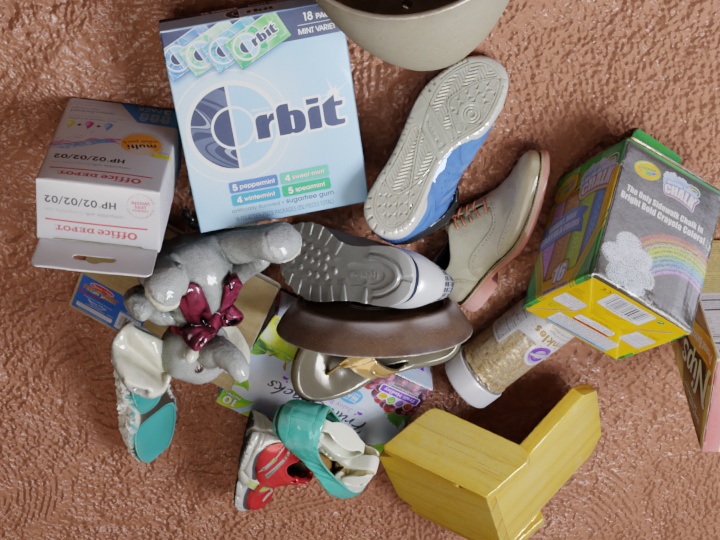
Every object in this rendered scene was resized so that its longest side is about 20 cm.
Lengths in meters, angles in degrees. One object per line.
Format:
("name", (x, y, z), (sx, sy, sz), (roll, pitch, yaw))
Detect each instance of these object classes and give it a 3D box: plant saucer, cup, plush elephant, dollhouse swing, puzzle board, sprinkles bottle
("plant saucer", (0.014, 0.045, 1.309), (0.198, 0.200, 0.032), (-1, 103, 1))
("cup", (0.050, -0.255, 1.117), (0.198, 0.202, 0.144), (-9, 153, 7))
("plush elephant", (-0.157, 0.048, 1.272), (0.199, 0.164, 0.156), (3, 112, 51))
("dollhouse swing", (0.149, 0.195, 1.456), (0.180, 0.177, 0.200), (22, 158, 24))
("puzzle board", (-0.197, 0.024, 1.371), (0.199, 0.017, 0.151), (28, 122, 0))
("sprinkles bottle", (0.181, 0.065, 1.388), (0.068, 0.069, 0.200), (38, 116, -23))

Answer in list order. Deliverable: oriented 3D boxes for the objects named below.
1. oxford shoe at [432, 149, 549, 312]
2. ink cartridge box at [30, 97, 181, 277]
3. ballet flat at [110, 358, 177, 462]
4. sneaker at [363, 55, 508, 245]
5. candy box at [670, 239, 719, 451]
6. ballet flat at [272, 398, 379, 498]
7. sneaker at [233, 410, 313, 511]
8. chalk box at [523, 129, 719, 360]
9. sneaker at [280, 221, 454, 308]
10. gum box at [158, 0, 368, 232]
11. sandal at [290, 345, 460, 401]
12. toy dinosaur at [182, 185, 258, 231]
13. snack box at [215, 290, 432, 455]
("oxford shoe", (0.126, -0.044, 1.314), (0.073, 0.071, 0.201), (21, 122, -10))
("ink cartridge box", (-0.234, -0.081, 1.213), (0.114, 0.201, 0.068), (5, 125, -3))
("ballet flat", (-0.243, 0.138, 1.442), (0.071, 0.072, 0.201), (5, 143, -3))
("sneaker", (0.076, -0.113, 1.273), (0.076, 0.111, 0.201), (31, 88, 10))
("candy box", (0.355, 0.072, 1.310), (0.055, 0.201, 0.116), (-1, 126, 1))
("ballet flat", (-0.021, 0.197, 1.382), (0.070, 0.068, 0.200), (5, 154, 31))
("sneaker", (-0.095, 0.225, 1.459), (0.084, 0.078, 0.200), (13, 153, -1))
("chalk box", (0.260, -0.038, 1.264), (0.124, 0.202, 0.124), (28, 154, -15))
("sneaker", (0.000, 0.000, 1.306), (0.080, 0.199, 0.077), (3, 102, -47))
("gum box", (-0.088, -0.148, 1.228), (0.168, 0.045, 0.202), (-10, 116, -4))
("sandal", (0.021, 0.084, 1.366), (0.198, 0.054, 0.081), (-12, 94, -18))
("toy dinosaur", (-0.134, -0.063, 1.321), (0.087, 0.048, 0.201), (8, 128, -13))
("snack box", (-0.040, 0.125, 1.440), (0.199, 0.053, 0.143), (26, 122, -16))
